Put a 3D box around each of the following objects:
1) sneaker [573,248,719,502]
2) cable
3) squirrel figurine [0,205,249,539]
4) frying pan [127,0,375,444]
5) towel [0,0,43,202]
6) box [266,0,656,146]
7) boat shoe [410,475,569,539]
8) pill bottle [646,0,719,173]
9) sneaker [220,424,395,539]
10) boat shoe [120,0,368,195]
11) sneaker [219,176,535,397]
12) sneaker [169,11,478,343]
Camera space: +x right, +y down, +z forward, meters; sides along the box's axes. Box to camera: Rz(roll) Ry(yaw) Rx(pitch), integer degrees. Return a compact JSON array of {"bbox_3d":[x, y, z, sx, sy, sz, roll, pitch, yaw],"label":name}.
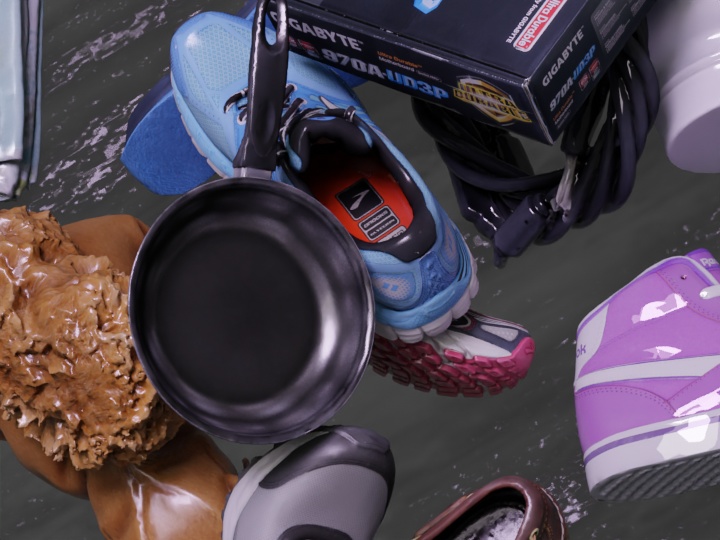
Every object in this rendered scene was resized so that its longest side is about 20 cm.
[{"bbox_3d":[0.195,0.033,0.977,0.200,0.073,0.115,-10,63,12],"label":"sneaker"},{"bbox_3d":[0.080,-0.112,1.031,0.051,0.163,0.201,2,62,-27],"label":"cable"},{"bbox_3d":[-0.123,0.068,0.991,0.141,0.200,0.187,-31,66,-5],"label":"squirrel figurine"},{"bbox_3d":[-0.059,-0.018,0.902,0.115,0.031,0.191,-18,89,-27],"label":"frying pan"},{"bbox_3d":[-0.264,-0.123,1.192,0.170,0.048,0.201,-8,67,14],"label":"towel"},{"bbox_3d":[0.072,-0.164,0.965,0.159,0.046,0.200,24,68,35],"label":"box"},{"bbox_3d":[0.015,0.172,0.979,0.070,0.070,0.200,40,87,22],"label":"boat shoe"},{"bbox_3d":[0.165,-0.155,1.036,0.108,0.109,0.201,-18,66,10],"label":"pill bottle"},{"bbox_3d":[-0.038,0.158,0.946,0.201,0.074,0.079,-61,34,17],"label":"sneaker"},{"bbox_3d":[-0.045,-0.120,1.080,0.199,0.084,0.069,-28,24,12],"label":"boat shoe"},{"bbox_3d":[0.000,0.000,1.044,0.199,0.081,0.075,26,77,25],"label":"sneaker"},{"bbox_3d":[-0.019,-0.061,0.979,0.078,0.090,0.200,-40,66,-11],"label":"sneaker"}]
